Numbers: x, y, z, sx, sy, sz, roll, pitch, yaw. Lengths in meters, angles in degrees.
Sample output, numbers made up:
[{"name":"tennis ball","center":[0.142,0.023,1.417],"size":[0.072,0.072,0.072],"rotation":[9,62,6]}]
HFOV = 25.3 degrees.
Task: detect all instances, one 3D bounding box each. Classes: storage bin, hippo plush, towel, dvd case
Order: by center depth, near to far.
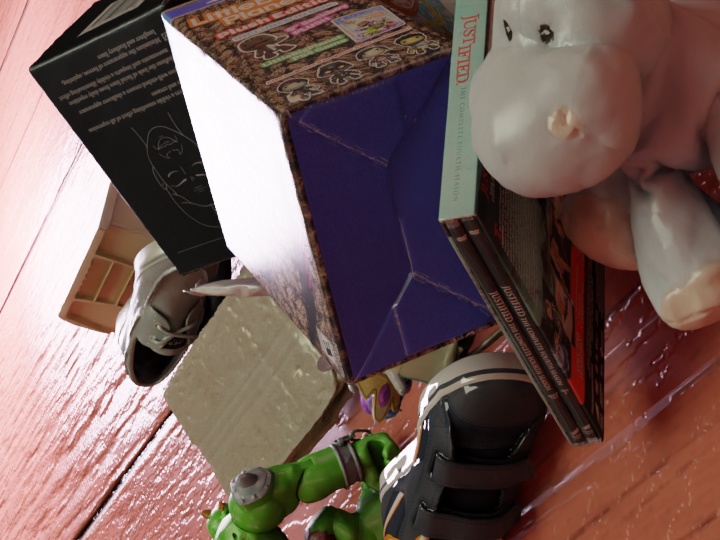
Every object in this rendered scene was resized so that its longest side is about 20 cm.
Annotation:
[{"name":"hippo plush","center":[0.137,-0.085,0.703],"size":[0.159,0.161,0.200],"rotation":[15,83,46]},{"name":"dvd case","center":[0.087,-0.023,0.805],"size":[0.022,0.200,0.146],"rotation":[-9,52,21]},{"name":"towel","center":[-0.079,0.087,1.250],"size":[0.133,0.034,0.200],"rotation":[54,132,19]},{"name":"storage bin","center":[-0.196,-0.065,1.467],"size":[0.199,0.094,0.200],"rotation":[130,154,-56]}]

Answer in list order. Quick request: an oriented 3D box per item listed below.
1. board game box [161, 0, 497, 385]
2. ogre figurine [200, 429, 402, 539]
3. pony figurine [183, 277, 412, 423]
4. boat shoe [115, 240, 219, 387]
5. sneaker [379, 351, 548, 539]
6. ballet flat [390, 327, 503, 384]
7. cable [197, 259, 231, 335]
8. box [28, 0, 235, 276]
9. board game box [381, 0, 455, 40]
[{"name":"board game box","center":[-0.017,-0.061,0.875],"size":[0.200,0.097,0.160],"rotation":[43,151,58]},{"name":"ogre figurine","center":[-0.049,0.199,1.130],"size":[0.200,0.120,0.098],"rotation":[-59,35,42]},{"name":"pony figurine","center":[0.000,0.000,1.063],"size":[0.193,0.166,0.200],"rotation":[0,69,57]},{"name":"boat shoe","center":[-0.157,0.038,1.330],"size":[0.201,0.070,0.072],"rotation":[124,138,-56]},{"name":"sneaker","center":[0.064,0.124,0.955],"size":[0.200,0.078,0.079],"rotation":[112,157,-55]},{"name":"ballet flat","center":[0.087,-0.015,0.939],"size":[0.200,0.069,0.069],"rotation":[-56,30,7]},{"name":"cable","center":[-0.096,0.012,1.351],"size":[0.200,0.051,0.163],"rotation":[122,149,-48]},{"name":"box","center":[-0.115,-0.117,1.181],"size":[0.148,0.200,0.107],"rotation":[-16,28,38]},{"name":"board game box","center":[0.031,-0.169,0.942],"size":[0.134,0.200,0.034],"rotation":[-52,5,35]}]
